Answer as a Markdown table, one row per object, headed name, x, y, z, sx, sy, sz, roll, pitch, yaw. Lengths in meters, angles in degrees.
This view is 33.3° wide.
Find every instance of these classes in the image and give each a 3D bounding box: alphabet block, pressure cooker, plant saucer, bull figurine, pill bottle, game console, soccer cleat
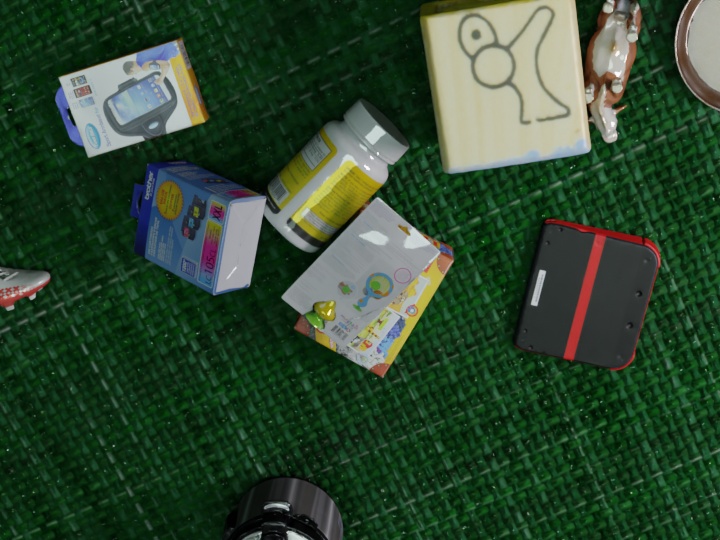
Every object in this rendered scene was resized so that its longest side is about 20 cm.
| name | x | y | z | sx | sy | sz | roll | pitch | yaw |
| --- | --- | --- | --- | --- | --- | --- | --- | --- | --- |
| alphabet block | 0.184 | -0.252 | 1.551 | 0.195 | 0.196 | 0.201 | -8 | 106 | 4 |
| pressure cooker | -0.115 | 0.414 | 1.764 | 0.179 | 0.200 | 0.176 | -43 | 101 | 14 |
| plant saucer | 0.516 | -0.308 | 1.602 | 0.199 | 0.032 | 0.201 | 1 | 106 | 3 |
| bull figurine | 0.328 | -0.268 | 1.585 | 0.065 | 0.121 | 0.201 | 8 | 101 | 9 |
| pill bottle | -0.035 | -0.130 | 1.641 | 0.114 | 0.114 | 0.200 | 43 | 104 | -10 |
| game console | 0.324 | 0.037 | 1.721 | 0.176 | 0.031 | 0.201 | 13 | 106 | 4 |
| soccer cleat | -0.548 | 0.015 | 1.737 | 0.199 | 0.069 | 0.085 | -10 | 110 | 11 |

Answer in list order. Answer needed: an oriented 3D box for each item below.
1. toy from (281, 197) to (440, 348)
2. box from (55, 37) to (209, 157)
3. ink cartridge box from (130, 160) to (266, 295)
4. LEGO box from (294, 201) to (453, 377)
| name | x | y | z | sx | sy | sz | roll | pitch | yaw |
| --- | --- | --- | --- | --- | --- | --- | --- | --- | --- |
| toy | 0.000 | 0.000 | 1.632 | 0.115 | 0.047 | 0.200 | 40 | 108 | -12 |
| box | -0.323 | -0.235 | 1.664 | 0.199 | 0.041 | 0.119 | -17 | 105 | 6 |
| ink cartridge box | -0.234 | -0.067 | 1.659 | 0.200 | 0.076 | 0.137 | 25 | 112 | 35 |
| LEGO box | 0.019 | 0.025 | 1.704 | 0.149 | 0.077 | 0.200 | 28 | 106 | -5 |
